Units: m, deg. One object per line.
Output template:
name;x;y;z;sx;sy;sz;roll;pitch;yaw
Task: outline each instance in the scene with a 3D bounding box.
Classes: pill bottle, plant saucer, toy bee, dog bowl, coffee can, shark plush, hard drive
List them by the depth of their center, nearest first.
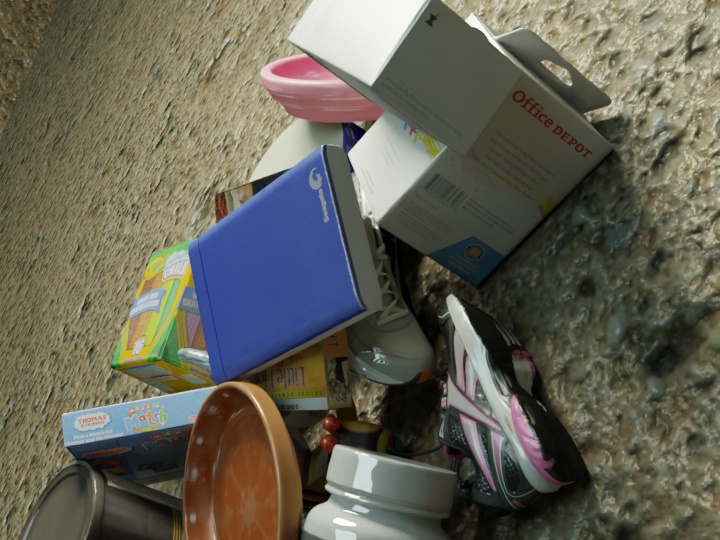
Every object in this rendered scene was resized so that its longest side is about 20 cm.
pill bottle;0.005;0.236;0.714;0.113;0.113;0.200;1;75;55
hard drive;-0.069;0.002;0.792;0.200;0.025;0.132;-30;68;44
plant saucer;-0.097;0.192;0.805;0.200;0.032;0.201;-11;77;59
toy bee;-0.006;0.154;0.830;0.200;0.109;0.131;-44;33;24
coffee can;-0.201;0.279;0.915;0.146;0.200;0.147;-35;40;35
shark plush;-0.096;0.096;0.941;0.200;0.083;0.091;30;79;41
plant saucer;-0.009;-0.206;1.092;0.201;0.200;0.051;-140;43;-58
dog bowl;-0.055;-0.080;1.118;0.200;0.079;0.200;-35;39;34

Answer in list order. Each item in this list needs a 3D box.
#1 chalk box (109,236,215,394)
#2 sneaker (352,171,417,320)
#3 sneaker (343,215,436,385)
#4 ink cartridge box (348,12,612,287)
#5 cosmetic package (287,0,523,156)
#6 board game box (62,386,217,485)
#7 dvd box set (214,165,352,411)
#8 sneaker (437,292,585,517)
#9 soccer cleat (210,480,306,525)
chalk box;-0.187;0.042;1.162;0.124;0.124;0.200;-16;52;48
sneaker;0.000;0.000;0.920;0.080;0.074;0.200;-15;68;21
sneaker;-0.001;0.008;0.825;0.200;0.076;0.092;48;133;28
ink cartridge box;0.109;-0.115;0.867;0.200;0.128;0.125;-47;33;19
cosmetic package;0.030;-0.178;0.808;0.085;0.108;0.200;-54;30;7
board game box;-0.197;0.170;0.964;0.200;0.151;0.037;103;155;-66
dvd box set;-0.070;0.020;0.838;0.146;0.029;0.200;-10;83;49
sneaker;0.089;0.102;0.760;0.086;0.080;0.200;-44;34;19
soccer cleat;-0.067;0.248;0.883;0.200;0.085;0.069;38;115;36
